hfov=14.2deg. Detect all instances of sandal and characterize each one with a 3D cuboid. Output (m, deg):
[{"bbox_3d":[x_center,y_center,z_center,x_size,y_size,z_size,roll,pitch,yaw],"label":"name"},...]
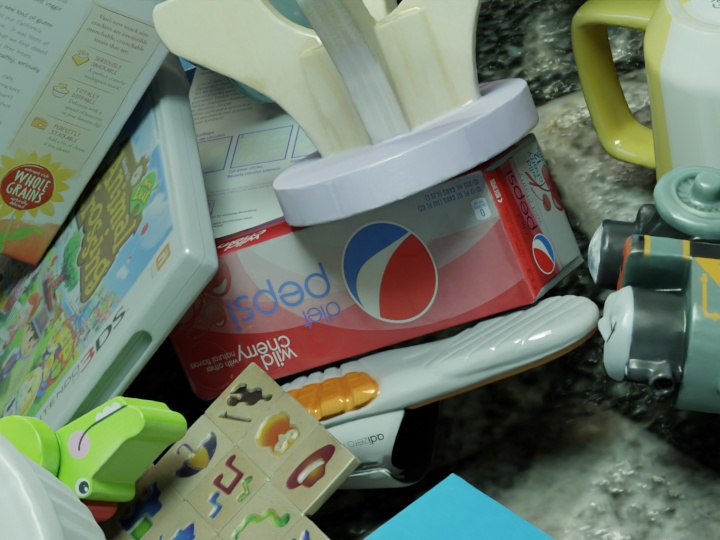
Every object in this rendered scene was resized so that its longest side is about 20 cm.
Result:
[{"bbox_3d":[0.023,0.069,1.322,0.206,0.059,0.079,-18,11,30],"label":"sandal"}]

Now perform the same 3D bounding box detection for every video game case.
[{"bbox_3d":[-0.136,0.011,1.424,0.182,0.022,0.200,-52,24,20],"label":"video game case"}]

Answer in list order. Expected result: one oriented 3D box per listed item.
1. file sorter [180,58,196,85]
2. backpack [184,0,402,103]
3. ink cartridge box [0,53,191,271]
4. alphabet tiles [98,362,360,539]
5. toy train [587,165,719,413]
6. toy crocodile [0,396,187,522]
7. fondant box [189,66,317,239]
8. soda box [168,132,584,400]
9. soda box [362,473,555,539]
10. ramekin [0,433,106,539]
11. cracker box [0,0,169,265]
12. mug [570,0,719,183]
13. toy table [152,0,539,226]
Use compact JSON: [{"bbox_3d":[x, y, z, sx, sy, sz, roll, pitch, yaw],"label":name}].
[{"bbox_3d":[-0.129,-0.206,1.727,0.138,0.123,0.200,-19,35,2],"label":"file sorter"},{"bbox_3d":[-0.051,-0.189,1.524,0.153,0.176,0.200,-25,29,21],"label":"backpack"},{"bbox_3d":[-0.197,-0.081,1.568,0.200,0.145,0.084,-40,37,-27],"label":"ink cartridge box"},{"bbox_3d":[-0.092,0.135,1.288,0.200,0.008,0.167,-47,38,-3],"label":"alphabet tiles"},{"bbox_3d":[0.198,0.020,1.263,0.199,0.085,0.114,7,41,-1],"label":"toy train"},{"bbox_3d":[-0.164,0.113,1.314,0.200,0.067,0.062,-28,70,20],"label":"toy crocodile"},{"bbox_3d":[-0.024,-0.061,1.535,0.144,0.058,0.200,-9,37,15],"label":"fondant box"},{"bbox_3d":[0.000,0.000,1.371,0.199,0.070,0.063,-18,10,32],"label":"soda box"},{"bbox_3d":[0.080,0.161,1.176,0.068,0.064,0.200,-34,38,-21],"label":"soda box"},{"bbox_3d":[-0.189,0.157,1.221,0.202,0.094,0.203,-7,73,25],"label":"ramekin"},{"bbox_3d":[-0.174,-0.111,1.417,0.200,0.134,0.058,-55,30,25],"label":"cracker box"},{"bbox_3d":[0.183,-0.071,1.365,0.186,0.154,0.150,-6,37,19],"label":"mug"},{"bbox_3d":[0.007,-0.101,1.353,0.183,0.118,0.200,-21,7,-1],"label":"toy table"}]
